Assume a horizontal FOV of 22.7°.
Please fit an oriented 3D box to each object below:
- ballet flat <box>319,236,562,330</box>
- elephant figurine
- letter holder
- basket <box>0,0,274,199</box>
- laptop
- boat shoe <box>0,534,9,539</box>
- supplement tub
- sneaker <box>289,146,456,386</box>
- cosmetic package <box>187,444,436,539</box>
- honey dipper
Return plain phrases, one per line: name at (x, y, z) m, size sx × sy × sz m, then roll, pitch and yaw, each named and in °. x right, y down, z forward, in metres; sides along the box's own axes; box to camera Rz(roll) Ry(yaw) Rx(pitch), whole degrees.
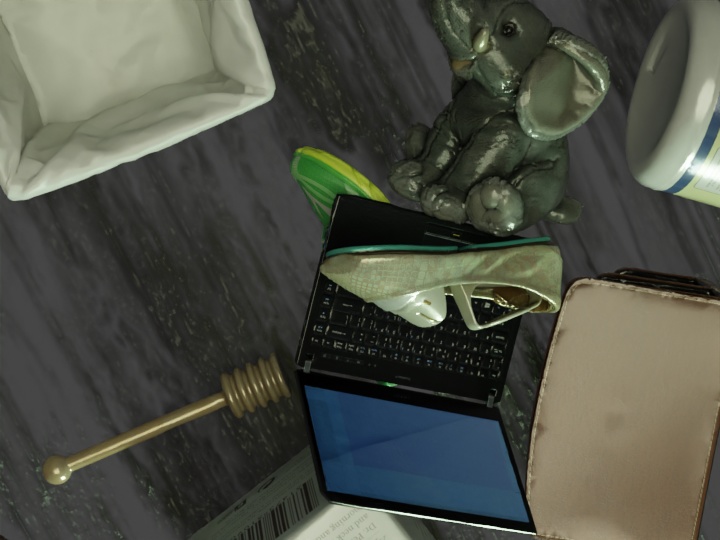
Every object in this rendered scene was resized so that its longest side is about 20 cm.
ballet flat at (0.064, 0.011, 1.252) m, size 0.198 × 0.067 × 0.063 m, roll -4°, pitch 83°, yaw -31°
elephant figurine at (0.107, -0.135, 1.287) m, size 0.140 × 0.155 × 0.202 m, roll 20°, pitch 107°, yaw 12°
letter holder at (0.193, 0.103, 1.363) m, size 0.141 × 0.101 × 0.202 m, roll 8°, pitch 99°, yaw -6°
basket at (-0.182, -0.181, 1.228) m, size 0.198 × 0.161 × 0.200 m, roll -21°, pitch 102°, yaw -2°
laptop at (0.054, 0.066, 1.272) m, size 0.176 × 0.103 × 0.202 m, roll 12°, pitch 94°, yaw -27°
boat shoe at (-0.325, 0.276, 1.354) m, size 0.200 × 0.072 × 0.068 m, roll -38°, pitch 69°, yaw 9°
supplement tub at (0.310, -0.109, 1.315) m, size 0.198 × 0.145 × 0.146 m, roll 15°, pitch 98°, yaw -9°
sneaker at (0.000, 0.000, 1.329) m, size 0.083 × 0.074 × 0.201 m, roll -32°, pitch 103°, yaw -13°
cosmetic package at (-0.010, 0.254, 1.330) m, size 0.164 × 0.165 × 0.201 m, roll -36°, pitch 102°, yaw 1°
honey dipper at (-0.150, 0.115, 1.356) m, size 0.198 × 0.038 × 0.038 m, roll -22°, pitch 102°, yaw 0°
